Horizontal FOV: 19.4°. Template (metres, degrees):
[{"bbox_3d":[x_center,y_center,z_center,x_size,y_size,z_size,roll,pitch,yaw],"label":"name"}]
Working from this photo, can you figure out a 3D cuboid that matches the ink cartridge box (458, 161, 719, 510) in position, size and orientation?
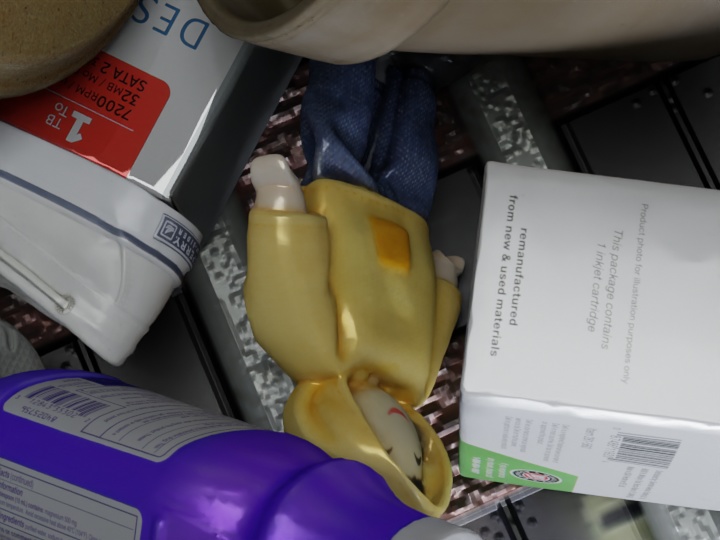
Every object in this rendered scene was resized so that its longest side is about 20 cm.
[{"bbox_3d":[0.135,0.033,0.723,0.198,0.146,0.085,7,75,4],"label":"ink cartridge box"}]

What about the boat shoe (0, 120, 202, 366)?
[{"bbox_3d":[-0.151,-0.024,0.767,0.199,0.074,0.066,21,77,33],"label":"boat shoe"}]

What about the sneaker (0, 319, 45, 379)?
[{"bbox_3d":[-0.167,0.118,0.768,0.081,0.077,0.202,1,74,30],"label":"sneaker"}]

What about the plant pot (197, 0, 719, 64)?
[{"bbox_3d":[0.058,-0.150,0.703,0.172,0.199,0.202,15,75,-29],"label":"plant pot"}]

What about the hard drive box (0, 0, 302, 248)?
[{"bbox_3d":[-0.087,-0.134,0.810,0.155,0.077,0.201,25,79,9],"label":"hard drive box"}]

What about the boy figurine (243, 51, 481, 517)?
[{"bbox_3d":[0.000,0.000,0.750,0.064,0.124,0.202,-12,61,31],"label":"boy figurine"}]

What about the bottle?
[{"bbox_3d":[-0.047,0.082,0.687,0.199,0.083,0.066,13,98,39],"label":"bottle"}]

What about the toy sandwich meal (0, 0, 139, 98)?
[{"bbox_3d":[-0.139,-0.145,0.704,0.070,0.205,0.207,5,74,38],"label":"toy sandwich meal"}]
